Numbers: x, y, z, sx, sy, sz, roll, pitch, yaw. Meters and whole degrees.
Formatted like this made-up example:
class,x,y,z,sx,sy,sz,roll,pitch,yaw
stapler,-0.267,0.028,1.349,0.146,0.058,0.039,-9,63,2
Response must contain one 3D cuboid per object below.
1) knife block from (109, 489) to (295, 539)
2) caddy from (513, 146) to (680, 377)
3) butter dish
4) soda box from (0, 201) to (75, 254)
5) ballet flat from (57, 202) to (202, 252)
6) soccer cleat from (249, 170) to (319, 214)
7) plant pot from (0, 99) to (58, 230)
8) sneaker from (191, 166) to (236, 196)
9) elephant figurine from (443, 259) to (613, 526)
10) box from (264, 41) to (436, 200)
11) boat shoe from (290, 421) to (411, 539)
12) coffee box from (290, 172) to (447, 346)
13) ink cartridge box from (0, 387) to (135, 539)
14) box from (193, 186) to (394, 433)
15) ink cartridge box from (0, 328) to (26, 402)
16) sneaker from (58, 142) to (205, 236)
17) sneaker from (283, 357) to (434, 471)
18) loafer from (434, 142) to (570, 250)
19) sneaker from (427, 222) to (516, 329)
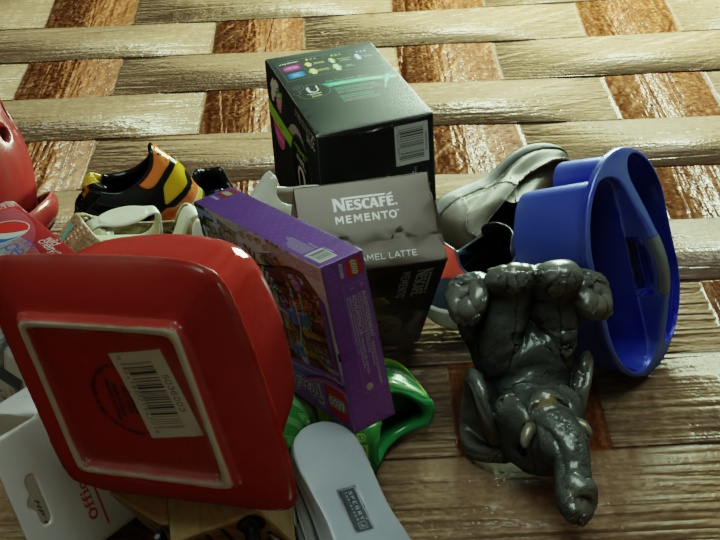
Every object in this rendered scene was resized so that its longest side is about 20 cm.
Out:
class,x,y,z,sx,sy,sz,roll,pitch,yaw
knife block,-0.080,0.162,0.991,0.175,0.064,0.200,21,67,36
caddy,0.215,-0.007,1.206,0.105,0.201,0.141,2,29,40
butter dish,-0.123,0.046,0.958,0.199,0.201,0.148,2,34,29
soda box,-0.268,0.008,1.138,0.063,0.070,0.200,-24,29,-22
ballet flat,-0.171,-0.025,1.235,0.200,0.065,0.071,-5,39,-39
soccer cleat,-0.018,-0.037,1.321,0.199,0.078,0.069,14,20,-32
plant pot,-0.394,-0.074,1.319,0.200,0.183,0.200,-34,15,10
sneaker,-0.138,-0.031,1.365,0.075,0.088,0.200,-9,33,-15
elephant figurine,0.132,0.100,1.110,0.141,0.201,0.155,-11,-10,30
box,-0.012,-0.126,1.452,0.124,0.149,0.200,-12,32,-14
boat shoe,-0.002,0.203,0.991,0.073,0.065,0.200,-4,51,-18
coffee box,0.000,0.000,1.191,0.114,0.200,0.080,-8,69,-9
ink cartridge box,-0.199,0.128,1.067,0.067,0.116,0.200,-1,24,44
box,-0.053,0.025,1.080,0.039,0.137,0.200,-24,28,-25
ink cartridge box,-0.252,0.064,1.221,0.145,0.085,0.200,-28,41,-35
sneaker,-0.252,-0.050,1.345,0.200,0.090,0.070,-30,33,8
sneaker,-0.025,0.125,1.112,0.200,0.074,0.083,-24,33,-31
loafer,0.152,-0.062,1.424,0.200,0.073,0.071,-32,52,-31
sneaker,0.147,-0.004,1.285,0.199,0.085,0.075,-10,28,-33
